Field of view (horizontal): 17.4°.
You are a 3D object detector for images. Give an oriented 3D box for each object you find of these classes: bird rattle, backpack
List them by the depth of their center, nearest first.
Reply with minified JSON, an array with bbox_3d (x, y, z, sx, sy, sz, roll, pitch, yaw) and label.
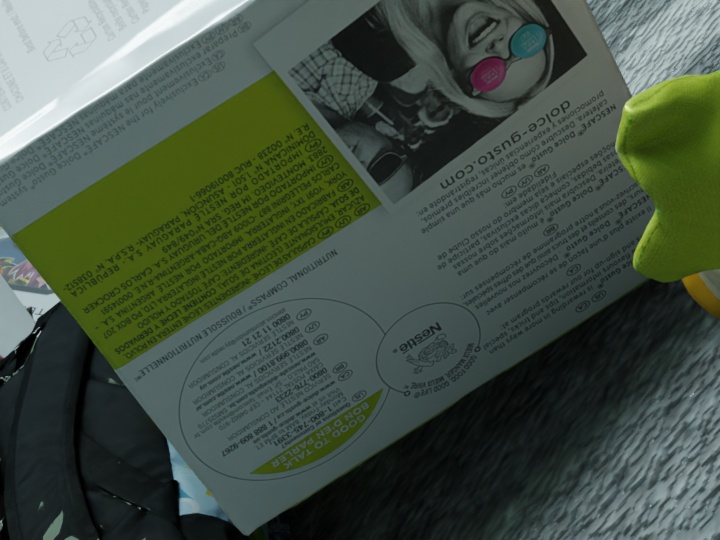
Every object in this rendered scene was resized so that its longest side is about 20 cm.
[{"bbox_3d":[0.153,-0.054,0.671,0.200,0.112,0.163,-50,-2,-17],"label":"bird rattle"},{"bbox_3d":[-0.104,0.102,0.950,0.163,0.153,0.201,-43,47,18],"label":"backpack"}]

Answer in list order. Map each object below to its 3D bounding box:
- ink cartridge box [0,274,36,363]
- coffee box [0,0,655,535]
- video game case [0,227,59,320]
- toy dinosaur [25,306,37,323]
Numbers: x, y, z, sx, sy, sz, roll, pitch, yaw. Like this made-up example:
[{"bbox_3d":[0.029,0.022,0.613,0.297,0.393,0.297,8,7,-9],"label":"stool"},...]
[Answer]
[{"bbox_3d":[-0.236,0.087,1.086,0.200,0.084,0.144,-50,44,5],"label":"ink cartridge box"},{"bbox_3d":[-0.031,-0.070,0.848,0.199,0.198,0.200,-33,40,1],"label":"coffee box"},{"bbox_3d":[-0.190,-0.024,1.524,0.179,0.026,0.201,8,43,19],"label":"video game case"},{"bbox_3d":[-0.114,0.094,1.198,0.182,0.104,0.201,-100,10,-53],"label":"toy dinosaur"}]
